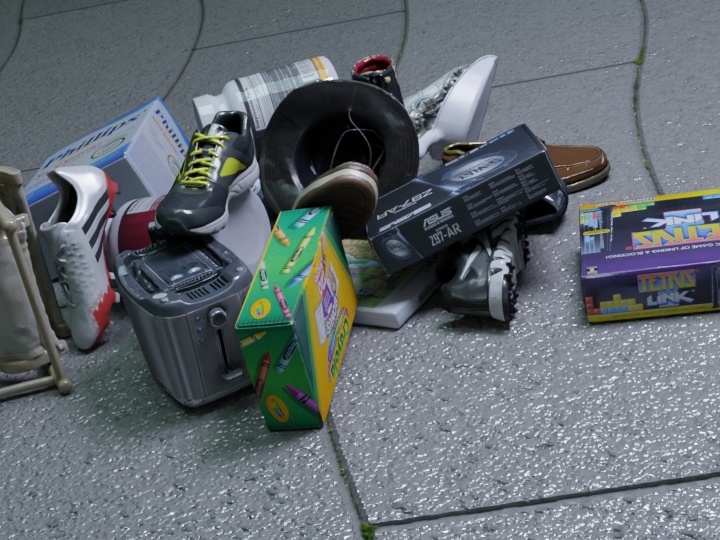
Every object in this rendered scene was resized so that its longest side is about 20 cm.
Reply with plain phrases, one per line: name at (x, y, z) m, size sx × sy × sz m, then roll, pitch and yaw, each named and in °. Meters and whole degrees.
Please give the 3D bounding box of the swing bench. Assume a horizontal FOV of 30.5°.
swing bench at (-0.388, 0.013, 1.388) m, size 0.129 × 0.200 × 0.200 m, roll -13°, pitch 26°, yaw -4°

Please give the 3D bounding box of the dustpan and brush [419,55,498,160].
dustpan and brush at (0.107, -0.174, 1.627) m, size 0.057 × 0.140 × 0.200 m, roll 19°, pitch 38°, yaw 10°

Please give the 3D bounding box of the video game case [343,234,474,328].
video game case at (0.000, 0.000, 1.448) m, size 0.199 × 0.022 × 0.182 m, roll 6°, pitch 31°, yaw 33°

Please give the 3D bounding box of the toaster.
toaster at (-0.169, 0.045, 1.307) m, size 0.113 × 0.130 × 0.200 m, roll -22°, pitch 28°, yaw -22°

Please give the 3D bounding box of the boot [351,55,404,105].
boot at (0.025, -0.164, 1.617) m, size 0.073 × 0.154 × 0.204 m, roll -9°, pitch 27°, yaw 6°

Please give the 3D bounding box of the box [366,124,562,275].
box at (0.103, -0.077, 1.385) m, size 0.199 × 0.044 × 0.160 m, roll -27°, pitch 15°, yaw 7°

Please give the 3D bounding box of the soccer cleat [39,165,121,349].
soccer cleat at (-0.309, -0.016, 1.430) m, size 0.085 × 0.201 × 0.068 m, roll 9°, pitch -9°, yaw -44°

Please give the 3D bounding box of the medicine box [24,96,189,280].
medicine box at (-0.318, -0.105, 1.650) m, size 0.182 × 0.103 × 0.200 m, roll -25°, pitch 23°, yaw 16°

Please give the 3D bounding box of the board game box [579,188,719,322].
board game box at (0.319, -0.020, 1.313) m, size 0.199 × 0.057 × 0.165 m, roll -7°, pitch 25°, yaw 11°

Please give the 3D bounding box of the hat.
hat at (-0.015, -0.127, 1.539) m, size 0.200 × 0.202 × 0.081 m, roll -1°, pitch -3°, yaw 21°

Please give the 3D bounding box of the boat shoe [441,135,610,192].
boat shoe at (0.195, -0.129, 1.570) m, size 0.199 × 0.068 × 0.072 m, roll -9°, pitch 26°, yaw 7°

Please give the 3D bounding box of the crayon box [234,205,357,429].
crayon box at (-0.057, 0.041, 1.256) m, size 0.058 × 0.119 × 0.200 m, roll -6°, pitch 33°, yaw 14°

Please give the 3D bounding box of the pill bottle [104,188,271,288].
pill bottle at (-0.209, -0.030, 1.485) m, size 0.199 × 0.113 × 0.113 m, roll -7°, pitch 25°, yaw 31°

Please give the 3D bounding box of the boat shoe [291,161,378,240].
boat shoe at (-0.036, -0.071, 1.369) m, size 0.074 × 0.202 × 0.075 m, roll 22°, pitch 60°, yaw -16°

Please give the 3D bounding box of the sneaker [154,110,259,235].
sneaker at (-0.162, -0.103, 1.359) m, size 0.074 × 0.085 × 0.200 m, roll 5°, pitch 29°, yaw 12°

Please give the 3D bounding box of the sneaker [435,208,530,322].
sneaker at (0.125, -0.013, 1.370) m, size 0.090 × 0.067 × 0.200 m, roll -2°, pitch 30°, yaw 15°

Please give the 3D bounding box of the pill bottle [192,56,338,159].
pill bottle at (-0.126, -0.220, 1.841) m, size 0.199 × 0.117 × 0.116 m, roll -17°, pitch 26°, yaw -9°

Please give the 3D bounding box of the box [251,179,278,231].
box at (-0.127, -0.073, 1.626) m, size 0.199 × 0.044 × 0.160 m, roll 11°, pitch 35°, yaw 39°

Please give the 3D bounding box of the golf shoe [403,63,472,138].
golf shoe at (0.096, -0.230, 1.817) m, size 0.097 × 0.079 × 0.200 m, roll 5°, pitch 29°, yaw 43°

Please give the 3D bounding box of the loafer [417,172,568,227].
loafer at (0.135, -0.079, 1.496) m, size 0.200 × 0.068 × 0.070 m, roll 0°, pitch 20°, yaw 16°
